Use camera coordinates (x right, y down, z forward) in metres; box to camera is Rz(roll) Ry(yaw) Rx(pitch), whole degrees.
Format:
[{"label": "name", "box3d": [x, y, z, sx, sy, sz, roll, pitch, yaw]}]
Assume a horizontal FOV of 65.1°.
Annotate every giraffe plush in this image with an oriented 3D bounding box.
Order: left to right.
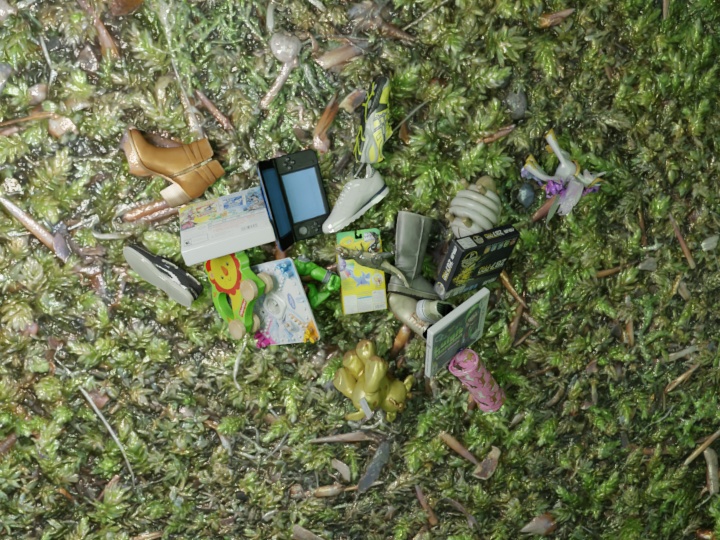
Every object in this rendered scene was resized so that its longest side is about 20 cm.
[{"label": "giraffe plush", "box3d": [0.050, 0.291, 1.411, 0.160, 0.202, 0.173, 20, 129, -37]}]

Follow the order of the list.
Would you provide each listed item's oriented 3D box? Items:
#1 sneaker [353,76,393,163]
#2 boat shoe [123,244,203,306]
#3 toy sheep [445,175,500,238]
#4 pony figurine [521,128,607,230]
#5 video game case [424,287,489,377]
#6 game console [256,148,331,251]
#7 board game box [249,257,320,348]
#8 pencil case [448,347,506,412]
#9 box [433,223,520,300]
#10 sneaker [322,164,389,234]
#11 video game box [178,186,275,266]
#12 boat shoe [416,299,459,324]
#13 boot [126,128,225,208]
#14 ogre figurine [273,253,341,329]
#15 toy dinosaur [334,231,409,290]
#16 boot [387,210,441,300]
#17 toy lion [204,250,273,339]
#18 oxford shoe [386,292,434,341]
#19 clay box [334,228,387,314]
[{"label": "sneaker", "box3d": [0.041, -0.354, 1.341, 0.075, 0.076, 0.204, 9, 108, -20]}, {"label": "boat shoe", "box3d": [-0.453, 0.001, 1.301, 0.198, 0.074, 0.061, 35, 50, 1]}, {"label": "toy sheep", "box3d": [0.276, -0.140, 1.388, 0.136, 0.138, 0.202, 29, 88, -14]}, {"label": "pony figurine", "box3d": [0.504, -0.224, 1.423, 0.199, 0.167, 0.194, 38, 83, 1]}, {"label": "video game case", "box3d": [0.240, 0.157, 1.405, 0.198, 0.023, 0.184, -32, 142, -24]}, {"label": "game console", "box3d": [-0.144, -0.165, 1.291, 0.168, 0.118, 0.204, -19, 103, -19]}, {"label": "board game box", "box3d": [-0.204, 0.083, 1.316, 0.197, 0.026, 0.203, -10, 106, 35]}, {"label": "pencil case", "box3d": [0.304, 0.289, 1.463, 0.082, 0.087, 0.201, -39, 123, 2]}, {"label": "box", "box3d": [0.282, -0.022, 1.377, 0.197, 0.049, 0.163, -16, 141, -32]}, {"label": "sneaker", "box3d": [-0.024, -0.166, 1.351, 0.200, 0.076, 0.081, -43, 109, -16]}, {"label": "video game box", "box3d": [-0.300, -0.103, 1.254, 0.196, 0.183, 0.047, -16, 132, -7]}, {"label": "boat shoe", "box3d": [0.219, 0.112, 1.411, 0.198, 0.061, 0.074, 13, 78, -45]}, {"label": "boot", "box3d": [-0.410, -0.258, 1.262, 0.153, 0.074, 0.202, -32, 116, -3]}, {"label": "ogre figurine", "box3d": [-0.153, 0.043, 1.345, 0.198, 0.098, 0.121, -28, 106, 31]}, {"label": "toy dinosaur", "box3d": [0.041, -0.036, 1.343, 0.197, 0.047, 0.089, 24, 103, 3]}, {"label": "boot", "box3d": [0.151, -0.033, 1.413, 0.179, 0.072, 0.204, 16, 78, -34]}, {"label": "toy lion", "box3d": [-0.298, 0.028, 1.303, 0.191, 0.068, 0.202, 39, 128, 21]}, {"label": "oxford shoe", "box3d": [0.147, 0.121, 1.434, 0.199, 0.074, 0.071, 38, 91, -15]}, {"label": "clay box", "box3d": [0.000, 0.000, 1.398, 0.112, 0.048, 0.204, -7, 99, -9]}]
